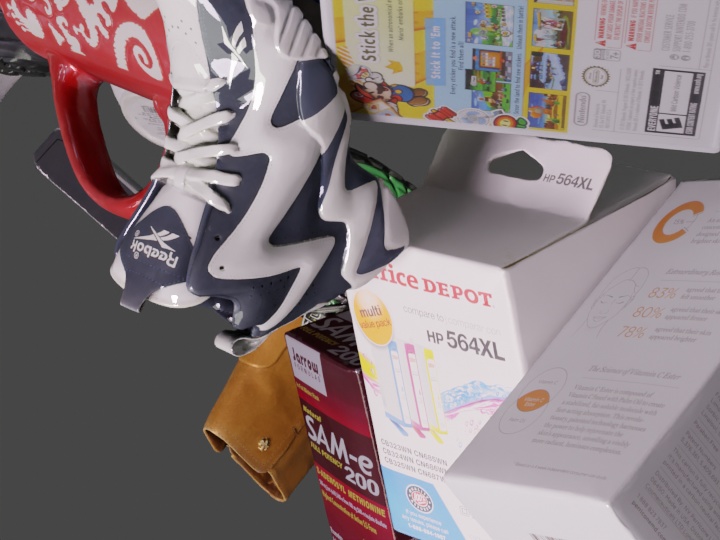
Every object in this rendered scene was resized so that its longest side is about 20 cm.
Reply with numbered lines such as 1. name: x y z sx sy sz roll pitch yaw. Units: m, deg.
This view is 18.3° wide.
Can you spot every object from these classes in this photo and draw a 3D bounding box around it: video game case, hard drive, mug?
1. video game case: 0.073 -0.119 0.944 0.182 0.023 0.200 6 151 6
2. hard drive: -0.149 -0.037 1.458 0.140 0.033 0.200 41 179 -6
3. mug: -0.107 -0.131 1.134 0.200 0.178 0.133 21 148 49

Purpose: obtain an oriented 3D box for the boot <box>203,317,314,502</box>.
1. boot: -0.052 0.044 1.397 0.071 0.144 0.201 18 148 42

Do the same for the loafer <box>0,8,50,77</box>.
1. loafer: -0.153 -0.149 1.303 0.201 0.070 0.068 6 176 32

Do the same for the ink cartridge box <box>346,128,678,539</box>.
1. ink cartridge box: 0.082 0.032 1.125 0.129 0.125 0.200 13 123 47

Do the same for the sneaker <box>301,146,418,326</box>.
1. sneaker: 0.000 0.000 1.310 0.078 0.085 0.200 26 153 32

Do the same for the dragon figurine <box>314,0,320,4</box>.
1. dragon figurine: 0.004 -0.148 1.007 0.200 0.099 0.059 40 158 1

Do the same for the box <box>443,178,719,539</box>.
1. box: 0.156 0.059 1.014 0.097 0.200 0.124 50 157 -23

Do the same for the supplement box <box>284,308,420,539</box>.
1. supplement box: 0.022 0.128 1.264 0.109 0.061 0.200 23 128 65

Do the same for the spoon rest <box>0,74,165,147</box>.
1. spoon rest: -0.150 -0.120 1.385 0.200 0.061 0.099 11 147 28

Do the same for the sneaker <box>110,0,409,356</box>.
1. sneaker: -0.071 -0.046 1.007 0.079 0.130 0.199 25 151 46
